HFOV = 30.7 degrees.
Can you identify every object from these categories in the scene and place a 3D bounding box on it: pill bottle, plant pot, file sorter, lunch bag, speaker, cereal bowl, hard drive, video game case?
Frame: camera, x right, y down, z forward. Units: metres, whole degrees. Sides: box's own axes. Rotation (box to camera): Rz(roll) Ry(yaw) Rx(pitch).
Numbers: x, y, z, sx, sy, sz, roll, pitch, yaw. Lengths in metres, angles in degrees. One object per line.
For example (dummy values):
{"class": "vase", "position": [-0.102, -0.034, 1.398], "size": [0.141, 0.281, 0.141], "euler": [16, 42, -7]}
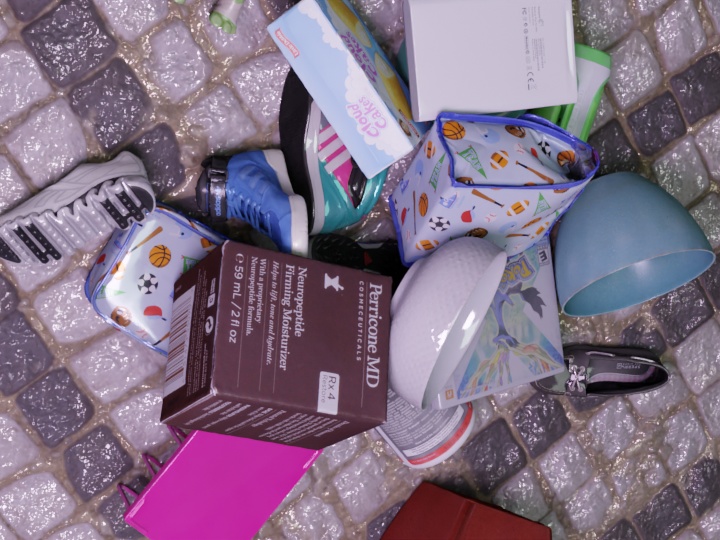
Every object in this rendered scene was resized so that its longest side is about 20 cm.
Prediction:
{"class": "pill bottle", "position": [0.043, 0.136, 1.602], "size": [0.116, 0.116, 0.200], "euler": [-42, 114, -6]}
{"class": "plant pot", "position": [0.326, -0.043, 1.642], "size": [0.198, 0.200, 0.136], "euler": [-10, 71, -18]}
{"class": "plant pot", "position": [0.134, 0.380, 1.666], "size": [0.198, 0.199, 0.178], "euler": [23, 83, -24]}
{"class": "file sorter", "position": [-0.172, 0.229, 1.537], "size": [0.139, 0.125, 0.200], "euler": [42, 86, -23]}
{"class": "lunch bag", "position": [0.154, -0.091, 1.505], "size": [0.198, 0.170, 0.125], "euler": [1, 59, -20]}
{"class": "speaker", "position": [0.243, -0.177, 1.615], "size": [0.088, 0.088, 0.202], "euler": [15, 98, -23]}
{"class": "lunch bag", "position": [-0.202, 0.018, 1.503], "size": [0.199, 0.075, 0.161], "euler": [31, 89, -24]}
{"class": "cereal bowl", "position": [0.080, 0.048, 1.443], "size": [0.083, 0.200, 0.202], "euler": [27, 93, 13]}
{"class": "hard drive", "position": [0.147, -0.244, 1.468], "size": [0.198, 0.026, 0.134], "euler": [-9, 99, -19]}
{"class": "video game case", "position": [0.159, 0.056, 1.590], "size": [0.198, 0.022, 0.185], "euler": [-13, 99, -31]}

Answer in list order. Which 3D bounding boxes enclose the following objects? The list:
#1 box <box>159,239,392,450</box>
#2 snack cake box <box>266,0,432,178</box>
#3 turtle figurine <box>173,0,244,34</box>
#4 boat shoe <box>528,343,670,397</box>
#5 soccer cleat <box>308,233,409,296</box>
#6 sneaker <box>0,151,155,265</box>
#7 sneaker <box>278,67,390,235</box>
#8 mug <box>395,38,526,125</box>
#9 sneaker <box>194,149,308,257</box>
{"class": "box", "position": [-0.091, 0.085, 1.399], "size": [0.198, 0.164, 0.168], "euler": [12, 68, -24]}
{"class": "snack cake box", "position": [-0.009, -0.214, 1.462], "size": [0.067, 0.115, 0.201], "euler": [-32, 99, 21]}
{"class": "turtle figurine", "position": [-0.119, -0.345, 1.390], "size": [0.143, 0.200, 0.194], "euler": [7, 129, -53]}
{"class": "boat shoe", "position": [0.319, 0.135, 1.738], "size": [0.198, 0.057, 0.068], "euler": [-2, 104, -20]}
{"class": "soccer cleat", "position": [0.000, 0.000, 1.588], "size": [0.199, 0.073, 0.069], "euler": [12, 69, -39]}
{"class": "sneaker", "position": [-0.321, -0.068, 1.442], "size": [0.198, 0.082, 0.075], "euler": [-20, 140, 4]}
{"class": "sneaker", "position": [-0.023, -0.143, 1.527], "size": [0.120, 0.083, 0.203], "euler": [-3, 89, -35]}
{"class": "mug", "position": [0.117, -0.234, 1.537], "size": [0.184, 0.114, 0.153], "euler": [23, 95, -24]}
{"class": "sneaker", "position": [-0.125, -0.068, 1.447], "size": [0.110, 0.201, 0.077], "euler": [-5, 128, -14]}
